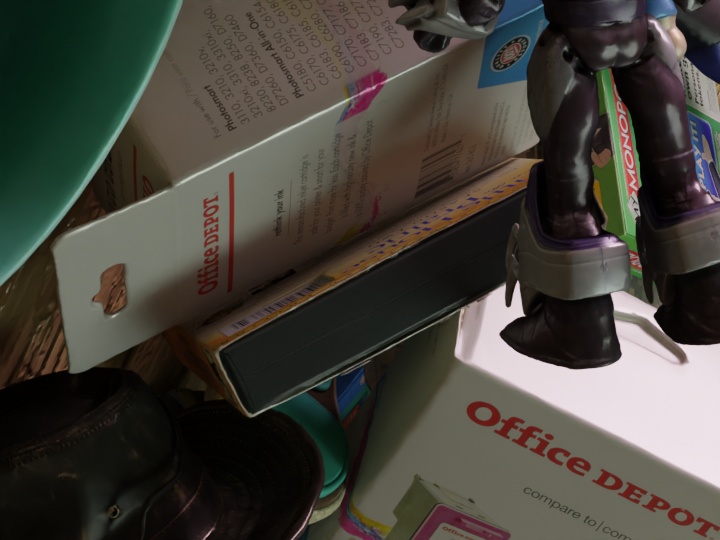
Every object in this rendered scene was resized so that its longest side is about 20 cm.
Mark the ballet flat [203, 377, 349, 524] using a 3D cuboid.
[{"bbox_3d":[-0.041,0.067,1.002,0.062,0.067,0.200,-50,-168,19],"label":"ballet flat"}]

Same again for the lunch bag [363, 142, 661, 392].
[{"bbox_3d":[0.072,-0.051,1.108,0.164,0.117,0.201,-18,105,-60],"label":"lunch bag"}]

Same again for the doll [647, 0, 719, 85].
[{"bbox_3d":[0.138,-0.128,1.030,0.048,0.200,0.137,-32,-144,24],"label":"doll"}]

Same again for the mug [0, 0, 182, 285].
[{"bbox_3d":[-0.115,-0.084,0.526,0.185,0.114,0.152,-57,163,-7],"label":"mug"}]

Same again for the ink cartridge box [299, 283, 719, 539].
[{"bbox_3d":[0.065,0.100,0.996,0.200,0.144,0.085,-58,-171,40],"label":"ink cartridge box"}]

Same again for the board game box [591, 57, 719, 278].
[{"bbox_3d":[0.123,-0.095,1.072,0.134,0.029,0.200,19,61,-55],"label":"board game box"}]

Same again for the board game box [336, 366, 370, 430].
[{"bbox_3d":[-0.056,0.123,1.188,0.200,0.045,0.152,-51,163,-28],"label":"board game box"}]

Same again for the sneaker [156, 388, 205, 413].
[{"bbox_3d":[-0.104,0.115,1.023,0.085,0.074,0.200,-46,172,31],"label":"sneaker"}]

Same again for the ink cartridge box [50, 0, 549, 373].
[{"bbox_3d":[-0.030,-0.053,0.827,0.200,0.068,0.115,-27,159,-16],"label":"ink cartridge box"}]

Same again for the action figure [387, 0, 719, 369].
[{"bbox_3d":[0.076,-0.071,0.763,0.069,0.130,0.200,-139,-139,-70],"label":"action figure"}]

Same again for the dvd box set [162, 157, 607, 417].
[{"bbox_3d":[0.000,0.000,0.904,0.146,0.029,0.200,-28,-172,-9],"label":"dvd box set"}]

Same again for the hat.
[{"bbox_3d":[-0.117,0.088,0.854,0.201,0.200,0.081,-48,121,-33],"label":"hat"}]
